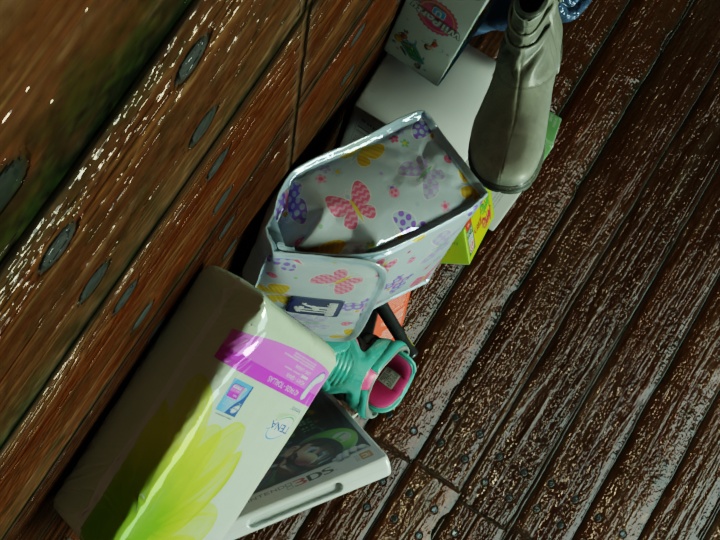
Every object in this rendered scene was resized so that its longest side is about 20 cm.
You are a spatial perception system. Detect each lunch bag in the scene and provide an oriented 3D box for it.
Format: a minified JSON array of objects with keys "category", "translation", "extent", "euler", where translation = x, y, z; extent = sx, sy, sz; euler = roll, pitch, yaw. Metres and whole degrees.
[{"category":"lunch bag","translation":[-0.013,-0.022,0.914],"extent":[0.199,0.127,0.170],"euler":[-25,163,-27]}]

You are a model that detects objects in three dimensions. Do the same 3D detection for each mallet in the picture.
[{"category":"mallet","translation":[0.000,0.000,1.064],"extent":[0.041,0.201,0.066],"euler":[-31,-170,1]}]

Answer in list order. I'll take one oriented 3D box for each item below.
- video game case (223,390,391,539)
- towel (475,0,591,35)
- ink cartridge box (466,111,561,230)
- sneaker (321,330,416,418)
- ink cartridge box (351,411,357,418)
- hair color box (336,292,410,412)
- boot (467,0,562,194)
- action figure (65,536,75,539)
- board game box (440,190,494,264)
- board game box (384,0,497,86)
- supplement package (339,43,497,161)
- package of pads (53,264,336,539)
[{"category":"video game case","translation":[-0.090,0.173,0.980],"extent":[0.181,0.023,0.200],"euler":[-19,-159,-15]},{"category":"towel","translation":[0.153,-0.284,1.042],"extent":[0.200,0.049,0.112],"euler":[9,-121,53]},{"category":"ink cartridge box","translation":[0.120,-0.168,1.279],"extent":[0.146,0.199,0.088],"euler":[-58,-178,37]},{"category":"sneaker","translation":[-0.005,0.086,1.050],"extent":[0.084,0.120,0.200],"euler":[-63,179,9]},{"category":"ink cartridge box","translation":[-0.078,0.195,1.138],"extent":[0.200,0.050,0.161],"euler":[-37,173,-47]},{"category":"hair color box","translation":[-0.008,0.051,1.175],"extent":[0.061,0.101,0.201],"euler":[-32,145,-41]},{"category":"boot","translation":[0.133,-0.177,0.884],"extent":[0.131,0.067,0.201],"euler":[80,24,-59]},{"category":"action figure","translation":[-0.168,0.184,0.895],"extent":[0.194,0.105,0.200],"euler":[-47,176,-4]},{"category":"board game box","translation":[0.042,-0.058,1.199],"extent":[0.102,0.199,0.048],"euler":[-57,142,-48]},{"category":"board game box","translation":[0.100,-0.265,0.860],"extent":[0.148,0.064,0.200],"euler":[-57,-179,-21]},{"category":"supplement package","translation":[0.057,-0.145,1.051],"extent":[0.117,0.117,0.200],"euler":[-57,180,-14]},{"category":"package of pads","translation":[-0.111,0.111,0.758],"extent":[0.201,0.068,0.155],"euler":[-57,155,-5]}]
